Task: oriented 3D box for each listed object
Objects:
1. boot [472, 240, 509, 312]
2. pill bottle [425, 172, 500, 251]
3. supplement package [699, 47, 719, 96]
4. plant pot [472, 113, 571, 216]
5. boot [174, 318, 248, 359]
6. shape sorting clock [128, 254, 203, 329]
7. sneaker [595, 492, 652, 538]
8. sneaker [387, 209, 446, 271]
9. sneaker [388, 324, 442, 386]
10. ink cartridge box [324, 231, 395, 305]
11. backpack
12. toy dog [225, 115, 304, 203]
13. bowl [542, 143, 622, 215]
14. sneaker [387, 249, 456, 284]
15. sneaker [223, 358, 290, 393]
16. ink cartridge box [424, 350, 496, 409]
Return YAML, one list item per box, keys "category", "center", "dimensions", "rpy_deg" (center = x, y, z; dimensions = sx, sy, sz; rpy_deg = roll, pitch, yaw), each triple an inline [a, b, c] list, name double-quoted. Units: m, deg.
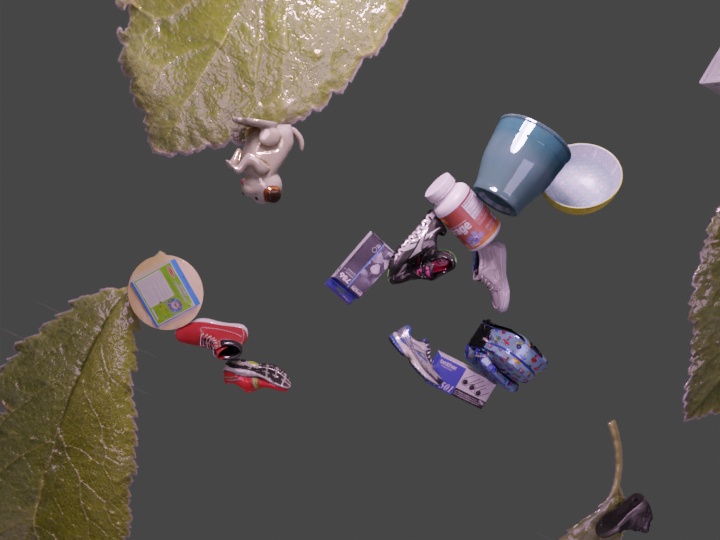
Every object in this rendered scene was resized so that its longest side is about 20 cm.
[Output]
- category: "boot"
  center: [0.353, 0.022, 1.433]
  dimensions: [0.094, 0.073, 0.204]
  rpy_deg: [-9, 98, -17]
- category: "pill bottle"
  center: [0.266, -0.155, 1.361]
  dimensions: [0.200, 0.112, 0.112]
  rpy_deg: [43, 99, -14]
- category: "supplement package"
  center: [1.017, -0.493, 1.282]
  dimensions: [0.189, 0.200, 0.149]
  rpy_deg: [25, 102, -10]
- category: "plant pot"
  center: [0.382, -0.245, 1.281]
  dimensions: [0.198, 0.200, 0.190]
  rpy_deg: [33, 89, -13]
- category: "boot"
  center: [-0.409, 0.190, 1.385]
  dimensions: [0.196, 0.145, 0.074]
  rpy_deg: [3, 108, -4]
- category: "shape sorting clock"
  center: [-0.522, 0.059, 1.392]
  dimensions: [0.196, 0.039, 0.204]
  rpy_deg: [0, 99, -2]
- category: "sneaker"
  center: [0.881, 0.840, 1.712]
  dimensions: [0.198, 0.076, 0.115]
  rpy_deg: [-38, 99, 1]
- category: "sneaker"
  center: [0.157, -0.062, 1.373]
  dimensions: [0.090, 0.066, 0.201]
  rpy_deg: [41, 81, 3]
- category: "sneaker"
  center: [0.173, 0.238, 1.469]
  dimensions: [0.085, 0.077, 0.200]
  rpy_deg: [-42, 88, -6]
- category: "ink cartridge box"
  center: [0.000, 0.000, 1.421]
  dimensions: [0.099, 0.039, 0.201]
  rpy_deg: [38, 100, -14]
- category: "backpack"
  center: [0.407, 0.243, 1.428]
  dimensions: [0.182, 0.200, 0.135]
  rpy_deg: [42, 80, -15]
- category: "toy dog"
  center: [-0.242, -0.269, 1.289]
  dimensions: [0.192, 0.139, 0.204]
  rpy_deg: [-4, 108, -42]
- category: "bowl"
  center: [0.572, -0.219, 1.358]
  dimensions: [0.198, 0.202, 0.108]
  rpy_deg: [-27, 149, 3]
- category: "sneaker"
  center: [0.167, -0.009, 1.408]
  dimensions: [0.197, 0.084, 0.078]
  rpy_deg: [-18, 106, 0]
- category: "sneaker"
  center: [-0.294, 0.312, 1.473]
  dimensions: [0.197, 0.077, 0.086]
  rpy_deg: [16, 110, 2]
- category: "ink cartridge box"
  center: [0.295, 0.325, 1.534]
  dimensions: [0.198, 0.044, 0.095]
  rpy_deg: [28, 100, -11]
